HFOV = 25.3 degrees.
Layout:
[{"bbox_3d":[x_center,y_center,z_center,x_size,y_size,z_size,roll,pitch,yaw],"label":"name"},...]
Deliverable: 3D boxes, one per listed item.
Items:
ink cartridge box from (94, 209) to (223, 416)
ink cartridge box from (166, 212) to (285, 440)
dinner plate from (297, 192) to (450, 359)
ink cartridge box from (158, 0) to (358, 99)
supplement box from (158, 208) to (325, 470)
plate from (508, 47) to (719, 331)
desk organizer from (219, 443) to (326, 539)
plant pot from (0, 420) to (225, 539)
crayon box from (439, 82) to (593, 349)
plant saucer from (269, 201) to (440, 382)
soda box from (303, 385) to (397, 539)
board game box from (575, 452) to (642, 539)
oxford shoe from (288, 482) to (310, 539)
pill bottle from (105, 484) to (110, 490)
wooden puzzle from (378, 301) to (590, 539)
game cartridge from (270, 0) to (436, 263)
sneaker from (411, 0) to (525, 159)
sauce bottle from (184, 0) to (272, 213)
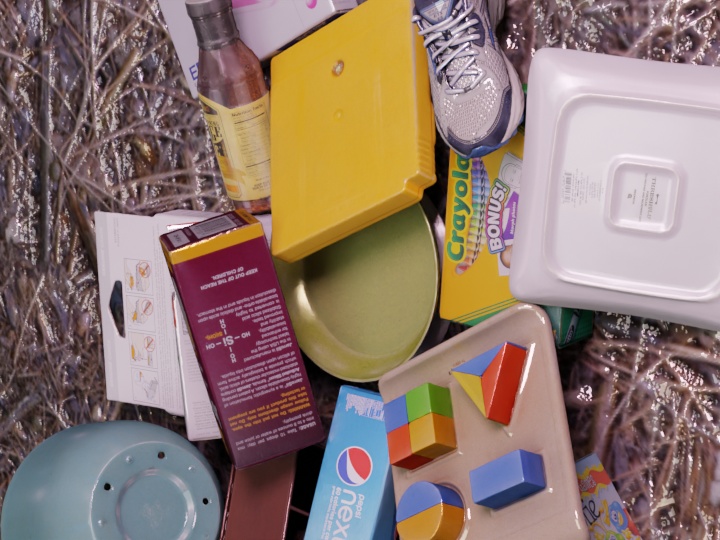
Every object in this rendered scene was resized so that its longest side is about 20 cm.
[{"bbox_3d":[-0.183,0.041,1.584,0.172,0.043,0.202,7,104,38],"label":"ink cartridge box"},{"bbox_3d":[-0.119,0.050,1.493,0.050,0.108,0.202,-145,48,-80],"label":"ink cartridge box"},{"bbox_3d":[0.000,0.000,1.442,0.199,0.024,0.202,8,103,37],"label":"dinner plate"},{"bbox_3d":[-0.113,-0.286,1.462,0.196,0.043,0.202,-25,84,40],"label":"ink cartridge box"},{"bbox_3d":[-0.105,0.058,1.408,0.110,0.085,0.202,-144,37,-76],"label":"supplement box"},{"bbox_3d":[0.214,-0.057,1.207,0.198,0.032,0.202,8,106,15],"label":"plate"},{"bbox_3d":[-0.078,0.253,1.444,0.077,0.072,0.202,-9,63,38],"label":"desk organizer"},{"bbox_3d":[-0.215,0.230,1.489,0.161,0.199,0.202,-26,83,59],"label":"plant pot"},{"bbox_3d":[0.132,-0.050,1.301,0.118,0.058,0.202,13,107,36],"label":"crayon box"},{"bbox_3d":[0.000,-0.005,1.398,0.199,0.031,0.202,8,102,42],"label":"plant saucer"},{"bbox_3d":[-0.002,0.207,1.409,0.064,0.068,0.202,13,86,22],"label":"soda box"},{"bbox_3d":[0.124,0.250,1.341,0.200,0.104,0.104,-37,76,38],"label":"board game box"},{"bbox_3d":[-0.001,0.265,1.469,0.199,0.071,0.073,30,112,31],"label":"oxford shoe"},{"bbox_3d":[-0.236,0.261,1.627,0.112,0.112,0.202,-22,85,39],"label":"pill bottle"},{"bbox_3d":[0.085,0.146,1.273,0.185,0.046,0.202,-30,58,37],"label":"wooden puzzle"},{"bbox_3d":[-0.009,-0.125,1.361,0.176,0.032,0.202,-24,58,39],"label":"game cartridge"},{"bbox_3d":[0.072,-0.180,1.252,0.077,0.085,0.202,-20,57,22],"label":"sneaker"},{"bbox_3d":[-0.111,-0.151,1.440,0.066,0.066,0.202,3,117,38],"label":"sauce bottle"}]
